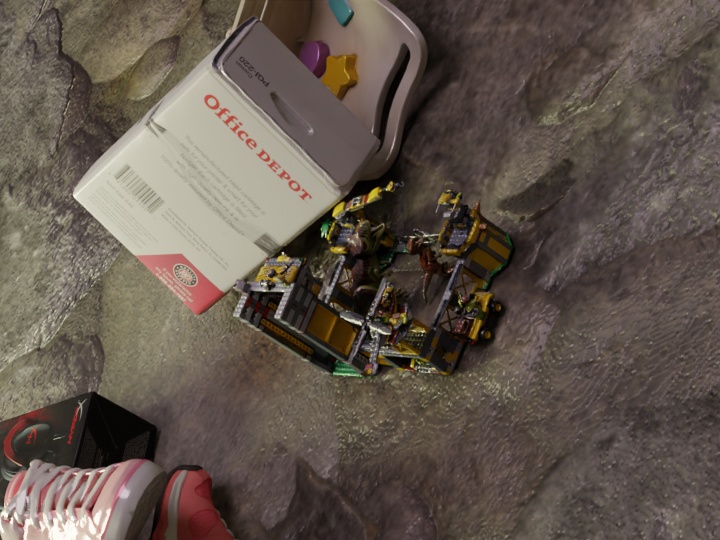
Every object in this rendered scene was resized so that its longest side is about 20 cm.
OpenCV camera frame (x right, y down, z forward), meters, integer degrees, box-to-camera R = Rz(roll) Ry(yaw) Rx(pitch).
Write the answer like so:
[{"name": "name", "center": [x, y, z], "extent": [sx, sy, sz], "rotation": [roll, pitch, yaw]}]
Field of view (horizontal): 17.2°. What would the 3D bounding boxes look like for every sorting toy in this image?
[{"name": "sorting toy", "center": [-0.025, -0.157, 1.899], "extent": [0.180, 0.107, 0.200], "rotation": [30, 106, 41]}]

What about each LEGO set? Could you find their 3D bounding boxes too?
[{"name": "LEGO set", "center": [0.000, 0.000, 1.713], "extent": [0.200, 0.116, 0.154], "rotation": [14, 73, 54]}]

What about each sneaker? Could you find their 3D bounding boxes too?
[{"name": "sneaker", "center": [-0.208, 0.174, 1.719], "extent": [0.075, 0.105, 0.200], "rotation": [-57, -1, -30]}, {"name": "sneaker", "center": [-0.115, 0.216, 1.733], "extent": [0.200, 0.087, 0.074], "rotation": [-83, 6, -62]}]

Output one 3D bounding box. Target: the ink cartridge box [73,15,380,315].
[{"name": "ink cartridge box", "center": [-0.105, -0.080, 1.849], "extent": [0.200, 0.146, 0.085], "rotation": [-37, 12, 41]}]

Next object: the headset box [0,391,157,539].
[{"name": "headset box", "center": [-0.268, 0.196, 1.920], "extent": [0.200, 0.075, 0.149], "rotation": [-18, 49, 42]}]
